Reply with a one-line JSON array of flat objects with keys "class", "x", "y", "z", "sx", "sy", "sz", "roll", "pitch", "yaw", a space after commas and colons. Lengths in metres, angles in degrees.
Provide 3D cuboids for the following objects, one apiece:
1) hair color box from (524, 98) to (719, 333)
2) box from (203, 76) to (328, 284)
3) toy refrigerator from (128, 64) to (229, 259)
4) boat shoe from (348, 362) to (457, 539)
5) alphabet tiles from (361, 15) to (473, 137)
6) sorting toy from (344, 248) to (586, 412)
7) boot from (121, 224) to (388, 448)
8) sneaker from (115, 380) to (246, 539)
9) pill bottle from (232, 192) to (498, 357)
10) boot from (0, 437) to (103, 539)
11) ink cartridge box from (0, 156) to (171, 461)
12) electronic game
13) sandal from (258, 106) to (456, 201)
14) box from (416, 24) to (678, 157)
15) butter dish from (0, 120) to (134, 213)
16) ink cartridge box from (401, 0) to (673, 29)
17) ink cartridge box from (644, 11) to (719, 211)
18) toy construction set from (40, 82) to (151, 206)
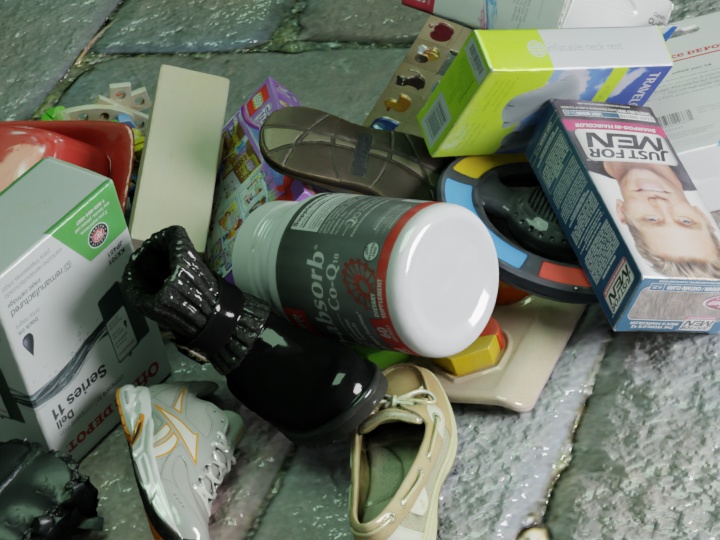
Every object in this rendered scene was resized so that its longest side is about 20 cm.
[{"class": "hair color box", "x": 0.211, "y": -0.044, "z": 1.640, "sx": 0.099, "sy": 0.061, "sz": 0.201, "roll": 2, "pitch": 45, "yaw": -26}, {"class": "box", "x": -0.095, "y": -0.063, "z": 1.821, "sx": 0.137, "sy": 0.039, "sz": 0.201, "roll": -46, "pitch": 31, "yaw": 18}, {"class": "toy refrigerator", "x": -0.154, "y": -0.073, "z": 1.791, "sx": 0.069, "sy": 0.076, "sz": 0.201, "roll": 11, "pitch": 49, "yaw": -8}, {"class": "boat shoe", "x": 0.024, "y": 0.133, "z": 1.533, "sx": 0.073, "sy": 0.063, "sz": 0.202, "roll": -9, "pitch": 40, "yaw": 20}, {"class": "alphabet tiles", "x": 0.098, "y": -0.130, "z": 1.821, "sx": 0.166, "sy": 0.008, "sz": 0.201, "roll": 21, "pitch": 52, "yaw": 12}, {"class": "sorting toy", "x": 0.070, "y": 0.035, "z": 1.682, "sx": 0.198, "sy": 0.037, "sz": 0.186, "roll": 5, "pitch": 40, "yaw": 27}, {"class": "boot", "x": -0.085, "y": 0.048, "z": 1.585, "sx": 0.080, "sy": 0.158, "sz": 0.210, "roll": -51, "pitch": 29, "yaw": -18}, {"class": "sneaker", "x": -0.125, "y": 0.141, "z": 1.587, "sx": 0.091, "sy": 0.076, "sz": 0.201, "roll": -15, "pitch": 36, "yaw": -6}, {"class": "pill bottle", "x": 0.000, "y": 0.000, "z": 1.632, "sx": 0.199, "sy": 0.117, "sz": 0.116, "roll": 7, "pitch": 40, "yaw": 46}, {"class": "boot", "x": -0.306, "y": 0.189, "z": 1.590, "sx": 0.197, "sy": 0.074, "sz": 0.163, "roll": 17, "pitch": 49, "yaw": 28}, {"class": "ink cartridge box", "x": -0.242, "y": 0.038, "z": 1.662, "sx": 0.083, "sy": 0.201, "sz": 0.147, "roll": 18, "pitch": 48, "yaw": 34}, {"class": "electronic game", "x": 0.155, "y": -0.039, "z": 1.688, "sx": 0.198, "sy": 0.042, "sz": 0.201, "roll": 11, "pitch": 35, "yaw": -8}, {"class": "sandal", "x": 0.008, "y": -0.073, "z": 1.733, "sx": 0.198, "sy": 0.055, "sz": 0.082, "roll": 17, "pitch": 62, "yaw": -8}, {"class": "box", "x": 0.158, "y": -0.145, "z": 1.708, "sx": 0.198, "sy": 0.122, "sz": 0.048, "roll": -5, "pitch": 60, "yaw": -28}, {"class": "butter dish", "x": -0.314, "y": -0.052, "z": 1.809, "sx": 0.198, "sy": 0.148, "sz": 0.201, "roll": 2, "pitch": 74, "yaw": 23}, {"class": "ink cartridge box", "x": 0.159, "y": -0.245, "z": 1.927, "sx": 0.147, "sy": 0.086, "sz": 0.199, "roll": 11, "pitch": 12, "yaw": -45}, {"class": "ink cartridge box", "x": 0.289, "y": -0.134, "z": 1.798, "sx": 0.115, "sy": 0.067, "sz": 0.201, "roll": -13, "pitch": 36, "yaw": 4}, {"class": "toy construction set", "x": -0.244, "y": -0.114, "z": 1.959, "sx": 0.131, "sy": 0.092, "sz": 0.200, "roll": -35, "pitch": 27, "yaw": 10}]
